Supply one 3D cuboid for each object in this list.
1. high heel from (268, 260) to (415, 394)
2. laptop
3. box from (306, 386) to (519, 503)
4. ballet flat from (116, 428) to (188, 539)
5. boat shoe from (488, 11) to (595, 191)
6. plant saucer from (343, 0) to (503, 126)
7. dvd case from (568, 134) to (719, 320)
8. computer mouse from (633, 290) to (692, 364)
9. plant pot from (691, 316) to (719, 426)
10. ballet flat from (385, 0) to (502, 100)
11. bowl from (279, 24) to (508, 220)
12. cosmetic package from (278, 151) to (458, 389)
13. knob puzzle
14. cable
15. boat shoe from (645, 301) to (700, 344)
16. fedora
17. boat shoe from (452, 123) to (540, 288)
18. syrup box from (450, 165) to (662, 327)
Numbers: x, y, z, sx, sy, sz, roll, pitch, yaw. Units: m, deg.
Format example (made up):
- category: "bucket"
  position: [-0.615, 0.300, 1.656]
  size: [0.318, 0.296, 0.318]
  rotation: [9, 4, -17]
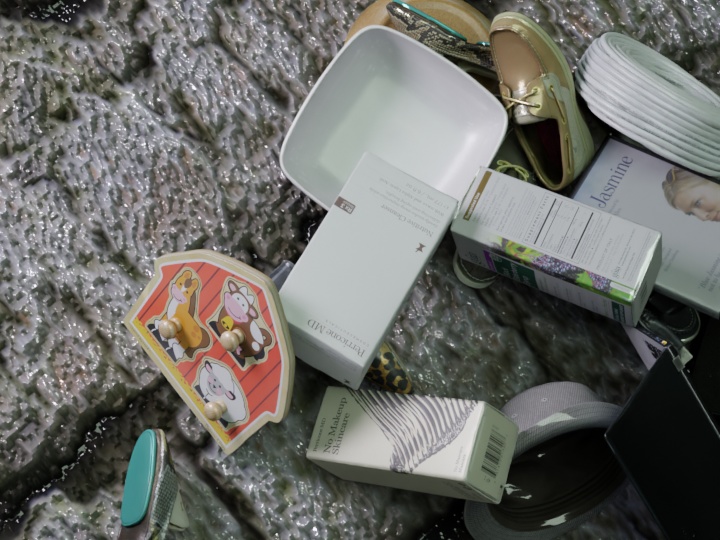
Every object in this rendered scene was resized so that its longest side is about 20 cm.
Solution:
- category: "high heel"
  position: [-0.054, 0.096, 1.451]
  size: [0.200, 0.072, 0.143]
  rotation: [38, 66, 17]
- category: "laptop"
  position: [0.291, 0.170, 1.412]
  size: [0.115, 0.200, 0.188]
  rotation: [-33, 107, -3]
- category: "box"
  position: [0.048, 0.165, 1.386]
  size: [0.068, 0.199, 0.083]
  rotation: [36, 64, -44]
- category: "ballet flat"
  position: [-0.202, 0.256, 1.384]
  size: [0.071, 0.072, 0.202]
  rotation: [13, 70, -6]
- category: "boat shoe"
  position: [0.186, -0.174, 1.514]
  size: [0.066, 0.074, 0.201]
  rotation: [-50, 119, -37]
- category: "plant saucer"
  position: [0.079, -0.230, 1.605]
  size: [0.198, 0.035, 0.202]
  rotation: [3, 72, -9]
- category: "dvd case"
  position: [0.312, -0.049, 1.490]
  size: [0.199, 0.018, 0.143]
  rotation: [26, 68, 21]
- category: "computer mouse"
  position: [0.341, -0.009, 1.515]
  size: [0.138, 0.053, 0.200]
  rotation: [44, 69, -8]
- category: "plant pot"
  position: [0.453, 0.117, 1.466]
  size: [0.199, 0.200, 0.178]
  rotation: [40, 79, -14]
- category: "ballet flat"
  position: [0.113, -0.227, 1.563]
  size: [0.198, 0.068, 0.076]
  rotation: [19, 95, -6]
- category: "bowl"
  position: [0.035, -0.135, 1.525]
  size: [0.199, 0.075, 0.201]
  rotation: [34, 89, 2]
- category: "cosmetic package"
  position: [0.000, 0.000, 1.412]
  size: [0.112, 0.081, 0.201]
  rotation: [28, 67, 4]
- category: "knob puzzle"
  position: [-0.140, 0.068, 1.383]
  size: [0.220, 0.220, 0.030]
  rotation: [51, 43, 8]
- category: "cable"
  position: [0.322, -0.178, 1.544]
  size: [0.199, 0.200, 0.070]
  rotation: [34, 111, 11]
- category: "boat shoe"
  position: [0.299, -0.007, 1.559]
  size: [0.074, 0.062, 0.201]
  rotation: [-31, 81, -20]
- category: "fedora"
  position: [0.181, 0.183, 1.442]
  size: [0.199, 0.177, 0.091]
  rotation: [-37, 42, 11]
- category: "boat shoe"
  position: [0.156, -0.080, 1.556]
  size: [0.071, 0.060, 0.203]
  rotation: [22, 70, -3]
- category: "syrup box"
  position: [0.196, -0.025, 1.442]
  size: [0.198, 0.079, 0.082]
  rotation: [21, 74, 19]
